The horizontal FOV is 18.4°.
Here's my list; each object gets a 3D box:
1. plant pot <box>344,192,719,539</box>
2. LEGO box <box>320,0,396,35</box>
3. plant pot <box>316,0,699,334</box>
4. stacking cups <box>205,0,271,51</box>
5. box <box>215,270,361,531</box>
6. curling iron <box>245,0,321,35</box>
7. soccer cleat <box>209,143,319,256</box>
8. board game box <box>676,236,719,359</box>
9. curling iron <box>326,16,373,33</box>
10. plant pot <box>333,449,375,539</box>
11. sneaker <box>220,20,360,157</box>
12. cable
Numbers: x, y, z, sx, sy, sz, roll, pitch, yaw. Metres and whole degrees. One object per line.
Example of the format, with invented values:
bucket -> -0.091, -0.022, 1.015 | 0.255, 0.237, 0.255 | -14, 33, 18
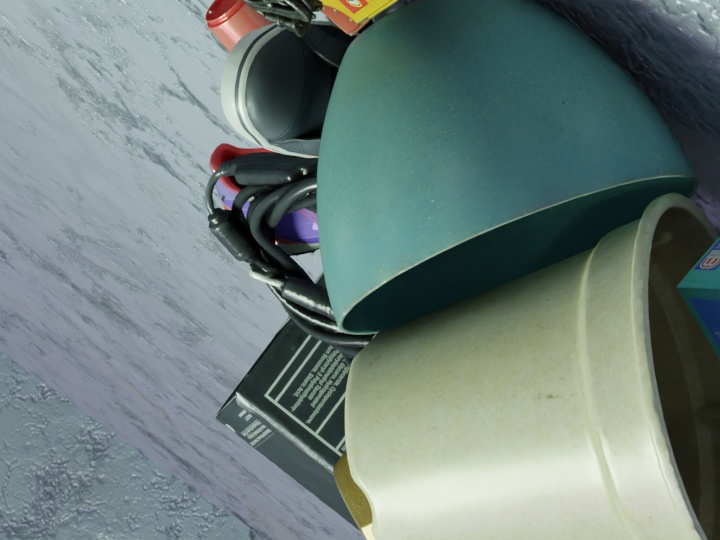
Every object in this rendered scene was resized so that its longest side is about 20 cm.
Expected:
plant pot -> 0.099, 0.078, 1.149 | 0.182, 0.202, 0.201 | -13, 139, 25
LEGO box -> -0.036, -0.218, 1.077 | 0.200, 0.077, 0.149 | 40, 165, -10
plant pot -> 0.059, -0.068, 1.154 | 0.200, 0.198, 0.136 | 114, 136, -75
stacking cups -> -0.024, -0.105, 1.442 | 0.200, 0.061, 0.060 | 49, 162, -23
box -> 0.038, 0.079, 1.548 | 0.198, 0.201, 0.123 | 38, 165, -1
curling iron -> -0.005, -0.140, 1.023 | 0.049, 0.026, 0.200 | 40, 162, -22
soccer cleat -> -0.010, -0.052, 1.388 | 0.199, 0.068, 0.073 | -2, 136, 39
board game box -> 0.258, 0.054, 1.033 | 0.199, 0.045, 0.153 | 1, 131, 57
curling iron -> -0.002, -0.156, 1.263 | 0.025, 0.050, 0.200 | 33, 170, 18
plant pot -> 0.089, 0.110, 1.409 | 0.187, 0.199, 0.186 | 57, -175, -8
sneaker -> 0.012, -0.095, 1.257 | 0.079, 0.079, 0.199 | 12, -176, 40
cable -> 0.000, 0.000, 1.339 | 0.199, 0.051, 0.164 | 3, 131, 41
